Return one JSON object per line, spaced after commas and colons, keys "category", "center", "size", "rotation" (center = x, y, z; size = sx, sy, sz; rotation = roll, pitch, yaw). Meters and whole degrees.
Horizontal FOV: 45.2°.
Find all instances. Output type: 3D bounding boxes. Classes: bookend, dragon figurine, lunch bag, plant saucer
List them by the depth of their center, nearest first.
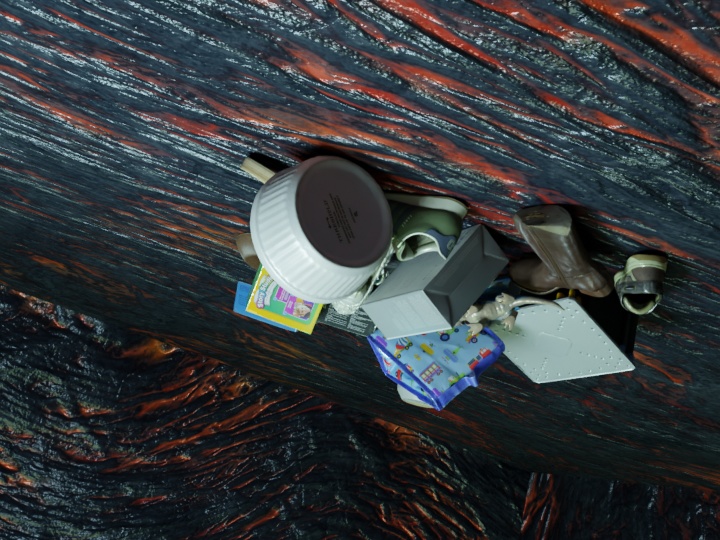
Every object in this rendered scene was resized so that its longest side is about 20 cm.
{"category": "dragon figurine", "center": [0.212, 0.051, 1.340], "size": [0.197, 0.060, 0.100], "rotation": [-18, -167, 18]}
{"category": "lunch bag", "center": [0.131, 0.133, 1.411], "size": [0.199, 0.150, 0.095], "rotation": [32, 154, 54]}
{"category": "bookend", "center": [0.328, 0.073, 1.462], "size": [0.196, 0.094, 0.199], "rotation": [24, 160, -27]}
{"category": "plant saucer", "center": [-0.156, -0.018, 1.706], "size": [0.196, 0.037, 0.201], "rotation": [14, 164, 4]}

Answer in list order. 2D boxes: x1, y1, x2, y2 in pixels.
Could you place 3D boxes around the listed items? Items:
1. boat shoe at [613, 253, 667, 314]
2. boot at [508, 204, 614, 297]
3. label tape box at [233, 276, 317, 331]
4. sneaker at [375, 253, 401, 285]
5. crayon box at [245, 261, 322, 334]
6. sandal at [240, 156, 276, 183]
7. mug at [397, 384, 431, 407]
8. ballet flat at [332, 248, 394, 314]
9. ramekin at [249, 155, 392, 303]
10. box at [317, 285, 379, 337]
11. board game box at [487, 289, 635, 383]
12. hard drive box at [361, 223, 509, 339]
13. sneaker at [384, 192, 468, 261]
{"category": "boat shoe", "center": [0.417, 0.033, 1.301], "size": [0.072, 0.066, 0.200], "rotation": [8, 163, 16]}
{"category": "boot", "center": [0.255, -0.034, 1.250], "size": [0.184, 0.065, 0.199], "rotation": [5, 156, 42]}
{"category": "label tape box", "center": [-0.129, 0.052, 1.662], "size": [0.142, 0.065, 0.199], "rotation": [16, -165, 23]}
{"category": "sneaker", "center": [0.034, 0.002, 1.472], "size": [0.196, 0.087, 0.076], "rotation": [16, 125, -7]}
{"category": "crayon box", "center": [-0.099, -0.010, 1.398], "size": [0.117, 0.203, 0.058], "rotation": [20, -160, -11]}
{"category": "sandal", "center": [-0.098, -0.085, 1.296], "size": [0.210, 0.070, 0.078], "rotation": [32, -179, -12]}
{"category": "mug", "center": [0.164, 0.247, 2.064], "size": [0.147, 0.156, 0.186], "rotation": [0, 159, 38]}
{"category": "ballet flat", "center": [0.000, 0.000, 1.389], "size": [0.071, 0.072, 0.202], "rotation": [20, 120, -18]}
{"category": "ramekin", "center": [-0.044, -0.064, 1.193], "size": [0.200, 0.206, 0.094], "rotation": [23, 151, -26]}
{"category": "box", "center": [-0.062, 0.024, 1.534], "size": [0.196, 0.087, 0.164], "rotation": [18, -162, -8]}
{"category": "board game box", "center": [0.317, 0.112, 1.416], "size": [0.198, 0.026, 0.200], "rotation": [-16, 133, 44]}
{"category": "hard drive box", "center": [0.113, 0.021, 1.354], "size": [0.077, 0.156, 0.199], "rotation": [50, 154, -11]}
{"category": "sneaker", "center": [0.058, -0.061, 1.275], "size": [0.197, 0.092, 0.067], "rotation": [5, 162, 32]}
